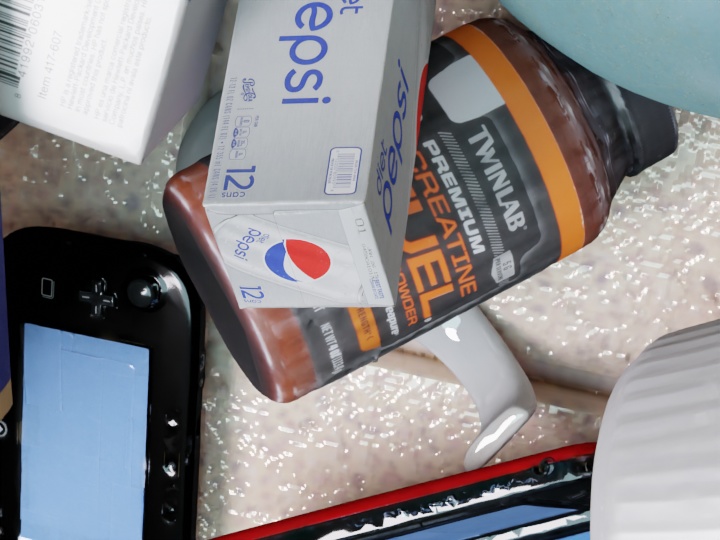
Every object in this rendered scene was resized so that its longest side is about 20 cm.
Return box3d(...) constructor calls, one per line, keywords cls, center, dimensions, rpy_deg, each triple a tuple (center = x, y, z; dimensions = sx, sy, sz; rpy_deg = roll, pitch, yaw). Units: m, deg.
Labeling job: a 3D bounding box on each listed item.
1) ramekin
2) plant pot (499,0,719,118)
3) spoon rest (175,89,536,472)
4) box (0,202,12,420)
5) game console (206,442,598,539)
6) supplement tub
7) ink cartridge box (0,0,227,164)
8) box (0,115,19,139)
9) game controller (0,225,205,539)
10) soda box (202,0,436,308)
box3d(cls="ramekin", center=(0.166, 0.110, 1.227), dimensions=(0.094, 0.202, 0.203), rpy_deg=(-6, 109, 26))
box3d(cls="plant pot", center=(0.119, -0.148, 1.149), dimensions=(0.135, 0.200, 0.200), rpy_deg=(-4, 110, 31))
box3d(cls="spoon rest", center=(0.000, 0.000, 1.303), dimensions=(0.200, 0.061, 0.099), rpy_deg=(47, 112, 8))
box3d(cls="box", center=(-0.195, -0.041, 1.118), dimensions=(0.121, 0.032, 0.200), rpy_deg=(3, 110, 10))
box3d(cls="game console", center=(0.049, 0.156, 1.312), dimensions=(0.200, 0.172, 0.119), rpy_deg=(-16, 79, 18))
box3d(cls="supplement tub", center=(0.027, -0.035, 1.219), dimensions=(0.200, 0.107, 0.107), rpy_deg=(-28, 103, -9))
box3d(cls="ink cartridge box", center=(-0.146, -0.148, 1.132), dimensions=(0.200, 0.084, 0.146), rpy_deg=(21, 114, 5))
box3d(cls="box", center=(-0.173, -0.164, 1.241), dimensions=(0.200, 0.117, 0.197), rpy_deg=(-39, 98, 22))
box3d(cls="game controller", center=(-0.123, 0.077, 1.361), dimensions=(0.104, 0.042, 0.200), rpy_deg=(8, 111, 10))
box3d(cls="soda box", center=(-0.011, -0.083, 1.154), dimensions=(0.063, 0.200, 0.068), rpy_deg=(-1, 143, 12))
